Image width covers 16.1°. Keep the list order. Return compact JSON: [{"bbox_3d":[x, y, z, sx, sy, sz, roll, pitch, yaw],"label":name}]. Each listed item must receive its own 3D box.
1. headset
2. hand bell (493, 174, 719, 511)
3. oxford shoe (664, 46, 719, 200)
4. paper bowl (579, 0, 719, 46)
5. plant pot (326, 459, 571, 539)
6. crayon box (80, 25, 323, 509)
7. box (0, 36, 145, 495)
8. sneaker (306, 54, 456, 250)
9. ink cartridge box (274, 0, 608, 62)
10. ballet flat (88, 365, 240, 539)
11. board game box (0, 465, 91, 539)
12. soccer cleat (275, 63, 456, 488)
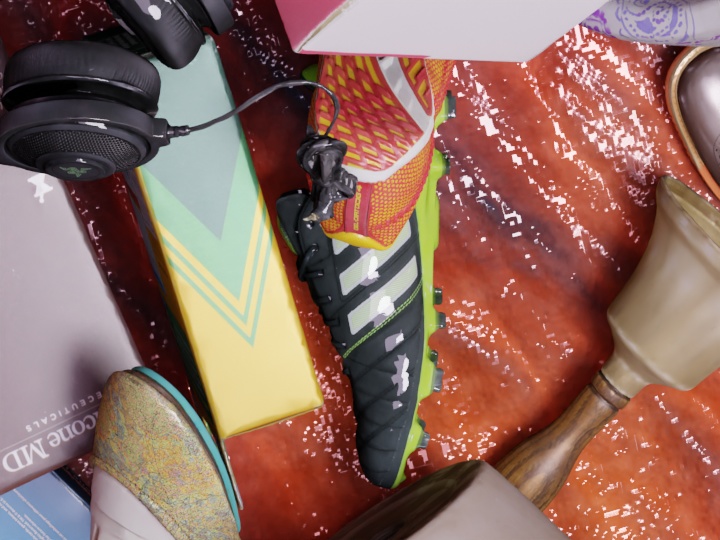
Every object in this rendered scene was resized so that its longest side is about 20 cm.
[{"bbox_3d":[-0.093,-0.083,1.022,0.199,0.094,0.124,26,79,16],"label":"headset"},{"bbox_3d":[0.115,0.063,1.214,0.104,0.104,0.200,38,105,-15],"label":"hand bell"},{"bbox_3d":[0.225,-0.034,1.210,0.200,0.073,0.071,43,91,-15],"label":"oxford shoe"},{"bbox_3d":[0.154,-0.199,1.120,0.200,0.104,0.202,1,92,34],"label":"paper bowl"},{"bbox_3d":[0.053,0.190,1.165,0.199,0.200,0.174,-34,95,-3],"label":"plant pot"},{"bbox_3d":[-0.067,-0.009,1.131,0.051,0.126,0.201,-17,104,-7],"label":"crayon box"},{"bbox_3d":[-0.170,-0.010,1.093,0.100,0.075,0.201,-25,105,-9],"label":"box"},{"bbox_3d":[0.010,-0.095,1.123,0.073,0.201,0.077,15,139,4],"label":"sneaker"},{"bbox_3d":[0.014,-0.194,1.062,0.146,0.083,0.201,-3,67,-43],"label":"ink cartridge box"},{"bbox_3d":[-0.083,0.118,1.090,0.070,0.071,0.200,-24,146,-6],"label":"ballet flat"},{"bbox_3d":[-0.203,0.167,1.177,0.200,0.047,0.151,-44,105,0],"label":"board game box"},{"bbox_3d":[0.000,0.000,1.182,0.081,0.068,0.201,2,94,-2],"label":"soccer cleat"}]
